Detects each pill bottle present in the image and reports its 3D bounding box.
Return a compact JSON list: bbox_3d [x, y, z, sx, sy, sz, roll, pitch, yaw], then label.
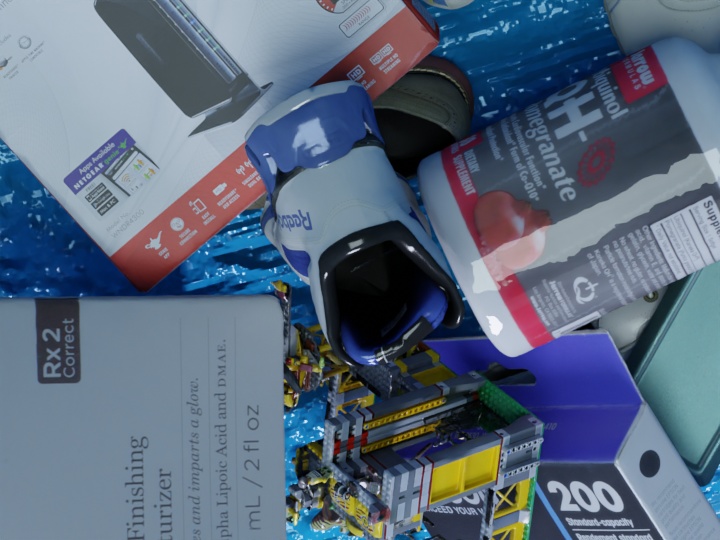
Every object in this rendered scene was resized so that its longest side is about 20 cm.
[{"bbox_3d":[0.137,-0.047,1.206,0.199,0.111,0.111,-26,110,8],"label":"pill bottle"}]

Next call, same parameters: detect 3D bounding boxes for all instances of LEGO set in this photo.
[{"bbox_3d":[0.000,0.109,1.268,0.115,0.200,0.155,-16,134,-33],"label":"LEGO set"}]

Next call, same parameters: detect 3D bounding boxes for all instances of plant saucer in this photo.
[{"bbox_3d":[0.198,0.012,1.260,0.070,0.019,0.201,30,99,6],"label":"plant saucer"}]

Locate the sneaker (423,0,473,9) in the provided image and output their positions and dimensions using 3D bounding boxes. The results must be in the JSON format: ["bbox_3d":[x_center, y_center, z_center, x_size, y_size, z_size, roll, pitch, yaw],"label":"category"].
[{"bbox_3d":[0.066,-0.213,1.191,0.075,0.105,0.201,16,112,-5],"label":"sneaker"}]

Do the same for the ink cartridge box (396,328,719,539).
[{"bbox_3d":[0.102,0.123,1.305,0.198,0.043,0.201,-6,122,52],"label":"ink cartridge box"}]

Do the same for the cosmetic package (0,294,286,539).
[{"bbox_3d":[-0.156,0.097,1.242,0.199,0.165,0.166,-1,87,-22],"label":"cosmetic package"}]

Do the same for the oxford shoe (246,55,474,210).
[{"bbox_3d":[-0.039,-0.066,1.274,0.199,0.075,0.071,-15,112,8],"label":"oxford shoe"}]

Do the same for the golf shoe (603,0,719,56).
[{"bbox_3d":[0.158,-0.166,1.214,0.078,0.097,0.201,-7,114,3],"label":"golf shoe"}]

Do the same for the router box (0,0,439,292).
[{"bbox_3d":[-0.092,-0.120,1.203,0.200,0.049,0.180,-40,103,12],"label":"router box"}]

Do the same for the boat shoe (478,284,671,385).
[{"bbox_3d":[0.145,0.025,1.309,0.200,0.071,0.069,-39,109,17],"label":"boat shoe"}]

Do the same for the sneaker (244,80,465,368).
[{"bbox_3d":[0.000,0.000,1.181,0.080,0.200,0.116,-22,70,1],"label":"sneaker"}]
